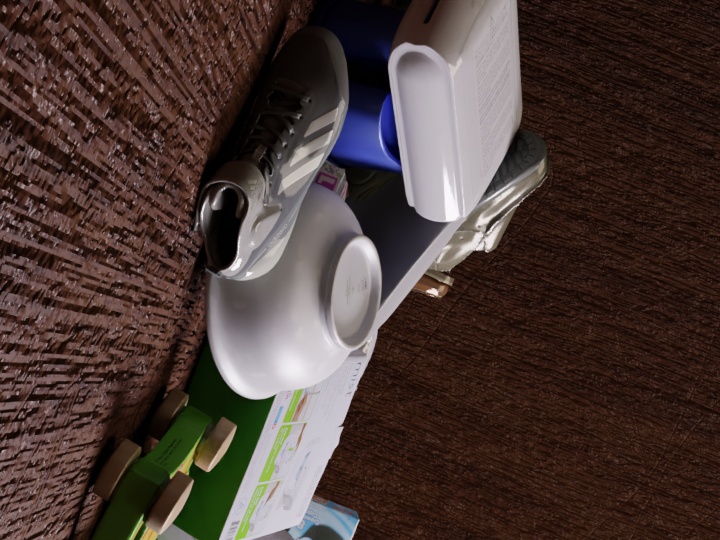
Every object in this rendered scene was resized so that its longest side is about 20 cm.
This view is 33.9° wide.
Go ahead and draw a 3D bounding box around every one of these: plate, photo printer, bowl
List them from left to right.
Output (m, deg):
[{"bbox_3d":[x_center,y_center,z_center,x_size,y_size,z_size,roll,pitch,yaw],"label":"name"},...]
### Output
[{"bbox_3d":[-0.042,0.015,0.998,0.201,0.090,0.203,-24,117,-61],"label":"bowl"},{"bbox_3d":[0.014,-0.017,1.157,0.200,0.032,0.200,-52,-151,-6],"label":"plate"},{"bbox_3d":[0.085,-0.169,1.030,0.167,0.069,0.201,-59,151,-36],"label":"photo printer"}]

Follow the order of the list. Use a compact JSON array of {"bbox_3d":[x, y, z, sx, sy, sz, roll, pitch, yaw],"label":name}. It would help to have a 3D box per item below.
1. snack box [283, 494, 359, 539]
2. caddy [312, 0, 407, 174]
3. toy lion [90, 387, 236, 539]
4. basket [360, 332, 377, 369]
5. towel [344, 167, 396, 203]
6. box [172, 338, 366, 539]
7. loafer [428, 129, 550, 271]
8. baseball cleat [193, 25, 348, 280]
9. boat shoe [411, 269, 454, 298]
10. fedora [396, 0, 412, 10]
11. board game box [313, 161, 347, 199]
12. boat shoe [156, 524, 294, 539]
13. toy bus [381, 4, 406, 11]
[{"bbox_3d":[-0.114,0.289,1.308,0.037,0.198,0.117,-153,-95,-84],"label":"snack box"},{"bbox_3d":[0.004,-0.165,1.075,0.200,0.104,0.143,23,81,-70],"label":"caddy"},{"bbox_3d":[-0.184,0.206,0.969,0.193,0.068,0.200,-61,178,14],"label":"toy lion"},{"bbox_3d":[-0.065,0.127,1.615,0.200,0.134,0.124,100,15,-72],"label":"basket"},{"bbox_3d":[0.037,-0.171,1.232,0.148,0.036,0.201,-35,-146,24],"label":"towel"},{"bbox_3d":[-0.097,0.157,1.176,0.176,0.096,0.202,4,109,-65],"label":"box"},{"bbox_3d":[0.118,-0.064,1.166,0.200,0.069,0.076,-37,-141,38],"label":"loafer"},{"bbox_3d":[-0.063,-0.087,0.870,0.106,0.069,0.202,4,103,-75],"label":"baseball cleat"},{"bbox_3d":[0.000,0.000,1.267,0.072,0.198,0.069,20,89,-77],"label":"boat shoe"},{"bbox_3d":[0.096,-0.339,1.535,0.201,0.091,0.202,22,90,-86],"label":"fedora"},{"bbox_3d":[-0.057,-0.048,1.461,0.200,0.034,0.135,102,10,-69],"label":"board game box"},{"bbox_3d":[-0.161,0.308,1.222,0.199,0.075,0.093,12,112,-43],"label":"boat shoe"},{"bbox_3d":[0.018,-0.207,1.401,0.079,0.064,0.201,-68,177,-46],"label":"toy bus"}]
